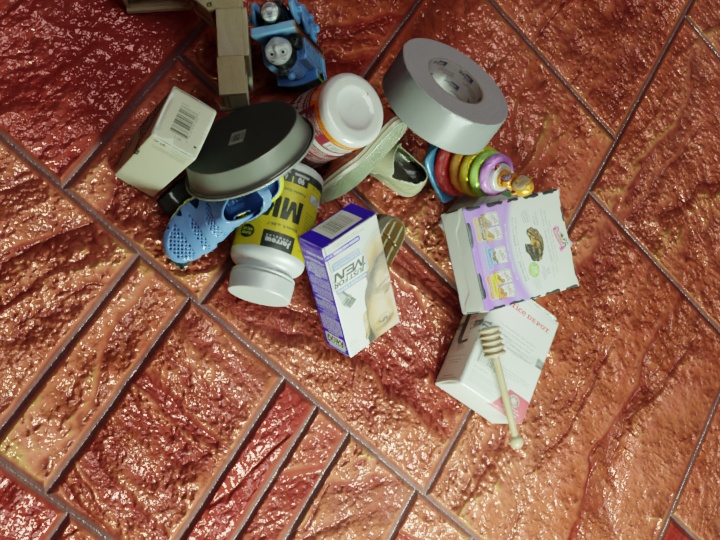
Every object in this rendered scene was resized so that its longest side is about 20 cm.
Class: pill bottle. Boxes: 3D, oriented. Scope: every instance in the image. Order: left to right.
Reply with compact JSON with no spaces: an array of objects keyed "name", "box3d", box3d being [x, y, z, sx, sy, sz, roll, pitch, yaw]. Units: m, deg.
[{"name":"pill bottle","box3d":[-0.129,-0.056,1.480,0.114,0.114,0.202,20,72,-27]},{"name":"pill bottle","box3d":[-0.063,-0.216,1.493,0.109,0.199,0.111,7,77,-34]}]

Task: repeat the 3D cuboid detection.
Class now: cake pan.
[{"name":"cake pan","box3d":[-0.161,-0.172,1.383,0.200,0.199,0.037,-48,130,-28]}]

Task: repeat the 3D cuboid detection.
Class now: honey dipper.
[{"name":"honey dipper","box3d":[0.231,0.190,1.603,0.038,0.038,0.202,-14,90,-32]}]

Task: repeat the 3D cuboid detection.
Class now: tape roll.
[{"name":"tape roll","box3d":[0.135,-0.278,1.576,0.199,0.066,0.201,22,39,-19]}]

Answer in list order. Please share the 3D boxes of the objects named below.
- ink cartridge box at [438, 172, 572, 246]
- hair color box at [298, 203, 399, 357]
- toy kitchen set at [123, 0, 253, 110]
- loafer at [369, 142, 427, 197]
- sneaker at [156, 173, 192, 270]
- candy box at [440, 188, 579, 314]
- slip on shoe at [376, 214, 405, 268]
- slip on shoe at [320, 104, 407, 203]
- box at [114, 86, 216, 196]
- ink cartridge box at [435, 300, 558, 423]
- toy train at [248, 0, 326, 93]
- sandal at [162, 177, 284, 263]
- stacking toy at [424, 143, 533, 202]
[{"name":"ink cartridge box","box3d":[0.255,-0.063,1.730,0.200,0.087,0.146,49,61,-17]},{"name":"hair color box","box3d":[-0.014,0.016,1.488,0.109,0.065,0.201,-34,130,-28]},{"name":"toy kitchen set","box3d":[-0.252,-0.331,1.474,0.179,0.163,0.202,-4,83,-3]},{"name":"loafer","box3d":[0.032,-0.190,1.627,0.199,0.068,0.076,25,69,-25]},{"name":"sneaker","box3d":[-0.222,-0.102,1.467,0.200,0.060,0.104,-44,105,-24]},{"name":"candy box","box3d":[0.247,-0.032,1.628,0.199,0.071,0.169,-13,90,-28]},{"name":"slip on shoe","box3d":[0.000,0.000,1.584,0.076,0.060,0.201,29,85,-45]},{"name":"slip on shoe","box3d":[-0.014,-0.180,1.562,0.200,0.074,0.061,-45,71,11]},{"name":"box","box3d":[-0.271,-0.173,1.363,0.068,0.200,0.083,29,66,-20]},{"name":"ink cartridge box","box3d":[0.233,0.138,1.682,0.145,0.085,0.201,35,67,-21]},{"name":"toy train","box3d":[-0.107,-0.341,1.508,0.086,0.200,0.115,-11,86,10]},{"name":"sandal","box3d":[-0.194,-0.081,1.387,0.200,0.087,0.080,-38,106,1]},{"name":"stacking toy","box3d":[0.206,-0.157,1.614,0.116,0.200,0.110,-40,127,-16]}]
